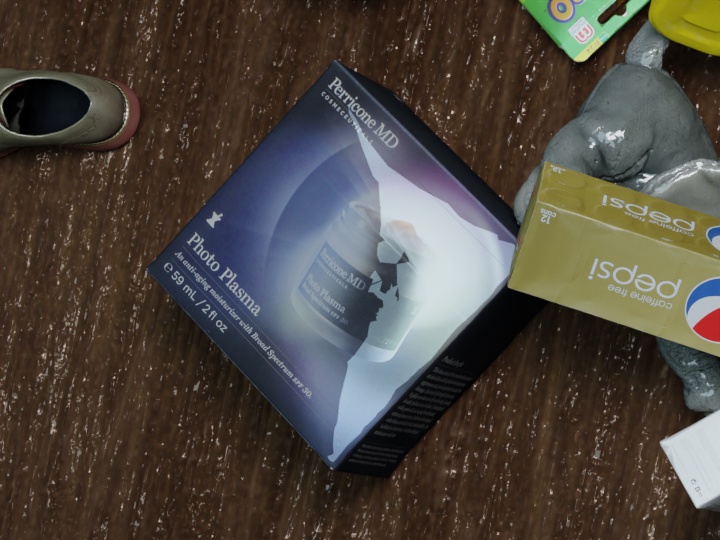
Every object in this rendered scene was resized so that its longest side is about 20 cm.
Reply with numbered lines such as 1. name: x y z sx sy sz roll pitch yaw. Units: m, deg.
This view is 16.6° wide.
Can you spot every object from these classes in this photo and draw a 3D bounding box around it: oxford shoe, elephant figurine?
1. oxford shoe: -0.266 -0.121 1.812 0.200 0.075 0.071 -5 83 20
2. elephant figurine: 0.214 -0.030 1.617 0.200 0.155 0.142 37 53 9

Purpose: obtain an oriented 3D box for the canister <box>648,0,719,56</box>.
1. canister: 0.254 -0.253 1.572 0.086 0.149 0.200 20 67 -9

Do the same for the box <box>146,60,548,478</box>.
1. box: 0.000 0.000 1.679 0.200 0.123 0.198 45 98 18

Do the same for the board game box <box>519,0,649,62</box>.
1. board game box: 0.125 -0.242 1.712 0.096 0.030 0.200 -43 69 11

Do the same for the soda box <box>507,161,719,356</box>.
1. soda box: 0.196 0.001 1.534 0.200 0.068 0.064 17 116 1

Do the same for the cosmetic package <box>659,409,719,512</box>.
1. cosmetic package: 0.253 0.113 1.531 0.082 0.200 0.051 -33 73 14
